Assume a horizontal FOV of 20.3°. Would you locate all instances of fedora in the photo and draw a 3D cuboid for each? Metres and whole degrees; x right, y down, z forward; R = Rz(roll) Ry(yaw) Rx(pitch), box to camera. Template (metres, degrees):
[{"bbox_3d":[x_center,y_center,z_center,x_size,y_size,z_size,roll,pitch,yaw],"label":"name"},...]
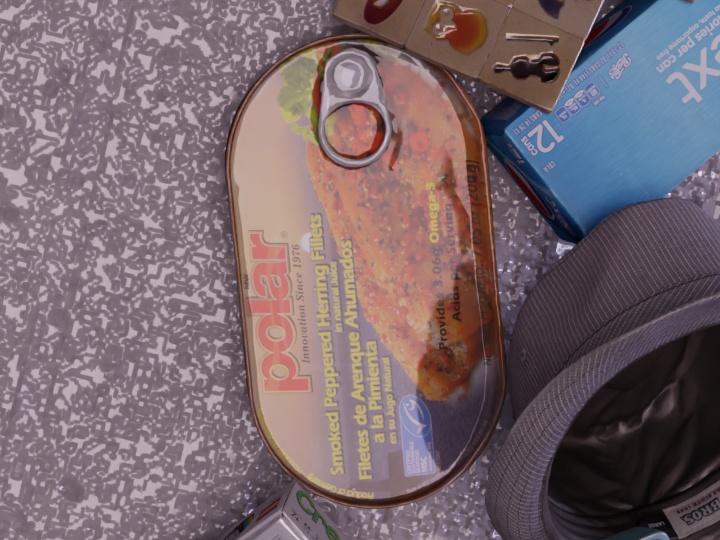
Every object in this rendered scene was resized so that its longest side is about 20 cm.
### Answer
[{"bbox_3d":[0.123,0.039,0.825,0.176,0.090,0.200,-15,141,-12],"label":"fedora"}]

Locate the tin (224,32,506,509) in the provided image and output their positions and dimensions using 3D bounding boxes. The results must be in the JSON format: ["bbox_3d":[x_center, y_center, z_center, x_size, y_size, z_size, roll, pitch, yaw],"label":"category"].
[{"bbox_3d":[0.000,0.000,0.859,0.112,0.042,0.201,-6,96,-12],"label":"tin"}]

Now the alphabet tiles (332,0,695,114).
[{"bbox_3d":[0.075,-0.173,0.831,0.167,0.008,0.201,25,83,6],"label":"alphabet tiles"}]

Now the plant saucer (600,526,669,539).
[{"bbox_3d":[0.114,0.191,0.864,0.070,0.019,0.200,-20,122,-3],"label":"plant saucer"}]

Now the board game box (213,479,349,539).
[{"bbox_3d":[-0.012,0.201,0.855,0.126,0.035,0.200,-37,101,19],"label":"board game box"}]

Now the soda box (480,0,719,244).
[{"bbox_3d":[0.149,-0.098,0.858,0.200,0.064,0.068,-40,99,-3],"label":"soda box"}]
